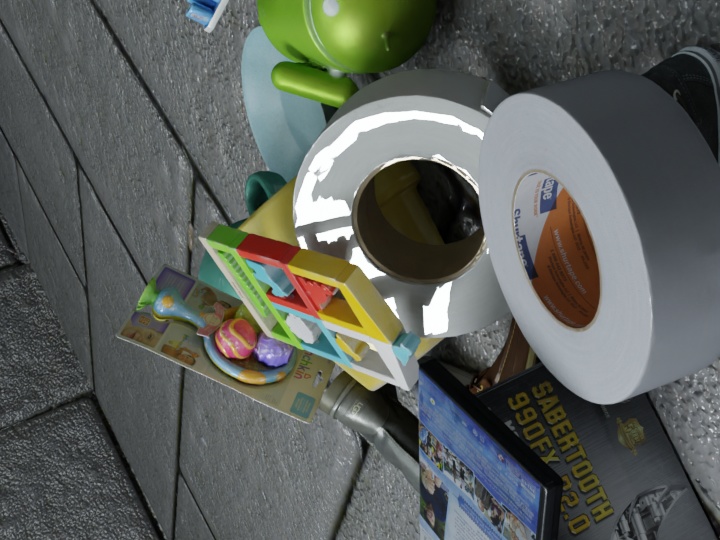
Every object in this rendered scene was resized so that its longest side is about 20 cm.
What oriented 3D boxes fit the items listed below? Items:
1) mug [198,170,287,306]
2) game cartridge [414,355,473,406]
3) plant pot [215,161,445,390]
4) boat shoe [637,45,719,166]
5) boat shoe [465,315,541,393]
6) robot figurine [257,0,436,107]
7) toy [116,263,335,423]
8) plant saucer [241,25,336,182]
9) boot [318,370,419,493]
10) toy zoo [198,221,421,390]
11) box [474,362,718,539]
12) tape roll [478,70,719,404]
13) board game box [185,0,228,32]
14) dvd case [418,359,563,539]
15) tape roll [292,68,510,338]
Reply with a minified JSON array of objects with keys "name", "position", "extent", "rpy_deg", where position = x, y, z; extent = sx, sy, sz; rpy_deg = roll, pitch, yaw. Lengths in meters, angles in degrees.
[{"name":"mug","position":[-0.094,0.000,1.151],"extent":[0.185,0.152,0.114],"rpy_deg":[55,155,-14]},{"name":"game cartridge","position":[0.115,0.192,1.080],"extent":[0.133,0.041,0.200],"rpy_deg":[24,131,61]},{"name":"plant pot","position":[0.000,0.000,0.998],"extent":[0.189,0.201,0.201],"rpy_deg":[51,154,1]},{"name":"boat shoe","position":[0.203,-0.041,0.688],"extent":[0.069,0.057,0.200],"rpy_deg":[28,133,55]},{"name":"boat shoe","position":[0.114,0.116,0.907],"extent":[0.067,0.072,0.201],"rpy_deg":[16,106,16]},{"name":"robot figurine","position":[-0.013,-0.228,0.910],"extent":[0.200,0.115,0.176],"rpy_deg":[24,99,58]},{"name":"toy","position":[-0.118,0.057,1.031],"extent":[0.200,0.115,0.047],"rpy_deg":[22,130,1]},{"name":"plant saucer","position":[-0.068,-0.169,1.164],"extent":[0.201,0.039,0.201],"rpy_deg":[44,145,42]},{"name":"boot","position":[0.063,0.177,1.048],"extent":[0.200,0.073,0.182],"rpy_deg":[33,-172,15]},{"name":"toy zoo","position":[-0.030,0.031,0.847],"extent":[0.200,0.020,0.131],"rpy_deg":[16,148,42]},{"name":"box","position":[0.165,0.167,0.810],"extent":[0.200,0.158,0.048],"rpy_deg":[65,156,8]},{"name":"tape roll","position":[0.149,-0.021,0.673],"extent":[0.200,0.066,0.201],"rpy_deg":[163,90,-74]},{"name":"board game box","position":[-0.101,-0.331,0.922],"extent":[0.200,0.026,0.200],"rpy_deg":[-56,27,26]},{"name":"dvd case","position":[0.087,0.178,0.766],"extent":[0.143,0.018,0.200],"rpy_deg":[42,144,44]},{"name":"tape roll","position":[0.052,-0.051,0.831],"extent":[0.071,0.202,0.203],"rpy_deg":[-63,-32,-61]}]
